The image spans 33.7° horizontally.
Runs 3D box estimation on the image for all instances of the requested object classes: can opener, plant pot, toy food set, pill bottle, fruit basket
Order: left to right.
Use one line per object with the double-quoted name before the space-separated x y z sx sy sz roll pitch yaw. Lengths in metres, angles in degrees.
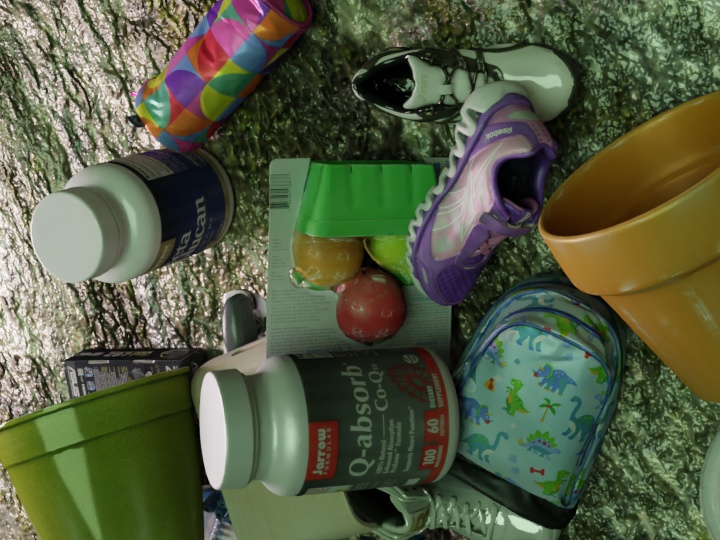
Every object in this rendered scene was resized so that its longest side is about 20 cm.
"plant pot" -0.231 0.215 1.134 0.199 0.200 0.195 -20 85 29
"pill bottle" -0.215 -0.051 1.124 0.110 0.200 0.113 7 107 25
"can opener" -0.123 0.117 1.197 0.053 0.067 0.203 9 107 25
"toy food set" -0.070 0.161 1.109 0.143 0.060 0.202 -22 85 35
"pill bottle" -0.027 0.126 0.987 0.116 0.198 0.117 178 90 -69
"fruit basket" 0.000 0.000 1.054 0.094 0.183 0.203 -149 59 -61
"plant pot" 0.267 -0.009 0.908 0.199 0.201 0.184 -26 107 30

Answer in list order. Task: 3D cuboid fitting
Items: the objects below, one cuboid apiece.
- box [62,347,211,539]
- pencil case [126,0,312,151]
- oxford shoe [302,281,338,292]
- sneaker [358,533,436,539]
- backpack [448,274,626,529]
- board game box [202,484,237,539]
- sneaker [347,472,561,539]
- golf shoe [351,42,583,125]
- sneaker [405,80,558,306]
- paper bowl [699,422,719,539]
"box" -0.231 0.185 1.281 0.160 0.049 0.203 -3 102 28
"pencil case" -0.134 -0.197 1.114 0.200 0.088 0.089 -40 84 28
"oxford shoe" -0.026 0.007 1.122 0.057 0.075 0.203 -5 103 1
"sneaker" 0.031 0.280 1.111 0.083 0.199 0.074 -57 39 19
"backpack" 0.151 0.104 1.023 0.162 0.154 0.202 30 98 13
"board game box" -0.170 0.320 1.260 0.198 0.026 0.201 -14 116 29
"sneaker" 0.078 0.228 1.096 0.198 0.115 0.075 17 108 22
"golf shoe" 0.086 -0.152 1.006 0.198 0.094 0.079 2 103 25
"sneaker" 0.103 -0.049 0.970 0.089 0.080 0.202 47 128 41
"paper bowl" 0.371 0.183 0.942 0.198 0.104 0.203 6 105 25
